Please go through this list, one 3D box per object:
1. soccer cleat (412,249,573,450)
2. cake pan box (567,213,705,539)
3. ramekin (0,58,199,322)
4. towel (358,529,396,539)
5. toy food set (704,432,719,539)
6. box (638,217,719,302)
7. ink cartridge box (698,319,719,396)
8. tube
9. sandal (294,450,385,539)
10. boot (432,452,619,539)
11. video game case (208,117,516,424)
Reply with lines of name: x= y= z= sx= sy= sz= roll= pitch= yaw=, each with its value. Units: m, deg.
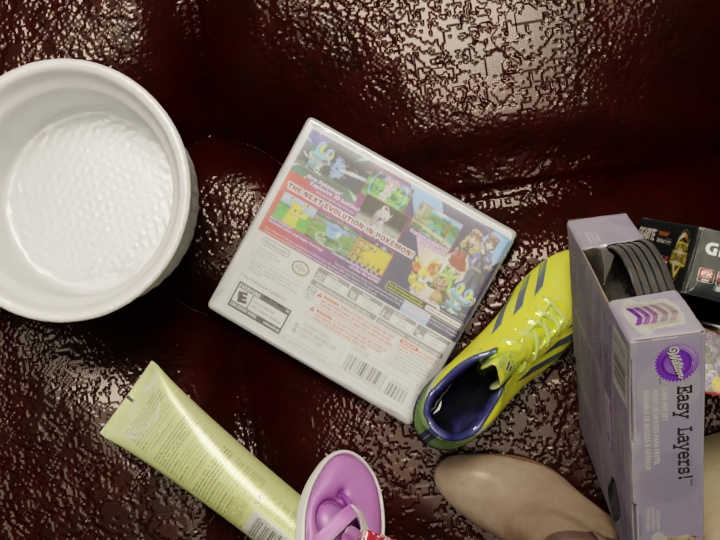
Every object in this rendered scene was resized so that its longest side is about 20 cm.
soccer cleat: x=0.120 y=0.063 z=0.731 sx=0.065 sy=0.084 sz=0.200 roll=44 pitch=85 yaw=6
cake pan box: x=0.187 y=0.079 z=0.649 sx=0.052 sy=0.184 sz=0.201 roll=-9 pitch=114 yaw=2
ramekin: x=-0.226 y=-0.060 z=0.757 sx=0.199 sy=0.098 sz=0.202 roll=0 pitch=89 yaw=2
towel: x=0.062 y=0.298 z=0.710 sx=0.199 sy=0.022 sz=0.146 roll=28 pitch=65 yaw=-22
toy food set: x=0.327 y=0.169 z=0.689 sx=0.199 sy=0.144 sz=0.061 roll=-17 pitch=106 yaw=5
box: x=0.287 y=0.005 z=0.660 sx=0.158 sy=0.200 sz=0.046 roll=14 pitch=96 yaw=6
ink cartridge box: x=0.276 y=0.067 z=0.662 sx=0.108 sy=0.200 sz=0.051 roll=10 pitch=92 yaw=6
tube: x=-0.121 y=0.165 z=0.784 sx=0.199 sy=0.052 sz=0.058 roll=36 pitch=49 yaw=7
sandal: x=-0.015 y=0.233 z=0.720 sx=0.082 sy=0.050 sz=0.204 roll=31 pitch=51 yaw=-22
boot: x=0.147 y=0.202 z=0.704 sx=0.199 sy=0.146 sz=0.071 roll=19 pitch=95 yaw=6
video game case: x=0.000 y=0.000 z=0.779 sx=0.199 sy=0.023 sz=0.183 roll=30 pitch=94 yaw=6
